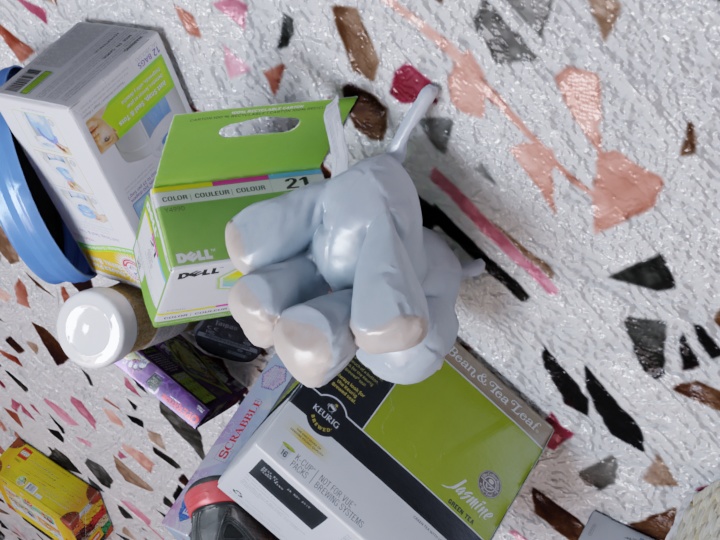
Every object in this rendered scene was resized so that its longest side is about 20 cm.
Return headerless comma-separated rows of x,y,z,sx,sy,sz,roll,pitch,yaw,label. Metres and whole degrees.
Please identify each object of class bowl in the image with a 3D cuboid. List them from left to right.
-0.294,-0.083,0.957,0.201,0.039,0.204,-19,-89,-89,bowl

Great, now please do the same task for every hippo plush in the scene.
0.000,0.000,0.771,0.157,0.204,0.161,-3,159,22,hippo plush

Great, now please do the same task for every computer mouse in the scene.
-0.091,0.039,1.016,0.138,0.047,0.201,14,153,-1,computer mouse

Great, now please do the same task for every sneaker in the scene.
-0.080,0.264,0.938,0.070,0.099,0.200,-31,129,28,sneaker

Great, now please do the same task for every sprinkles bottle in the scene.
-0.208,0.040,0.997,0.067,0.200,0.070,2,97,15,sprinkles bottle

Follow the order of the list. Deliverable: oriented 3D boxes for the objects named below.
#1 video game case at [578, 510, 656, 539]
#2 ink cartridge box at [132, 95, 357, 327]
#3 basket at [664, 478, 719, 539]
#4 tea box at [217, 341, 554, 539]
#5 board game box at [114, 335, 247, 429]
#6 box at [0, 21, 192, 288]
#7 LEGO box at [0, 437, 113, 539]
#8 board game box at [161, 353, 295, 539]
0.286,0.329,0.966,0.179,0.046,0.202,19,141,28,video game case
-0.085,-0.041,0.802,0.200,0.145,0.077,125,131,-58,ink cartridge box
0.306,0.255,0.718,0.197,0.201,0.162,34,145,9,basket
0.022,0.157,0.891,0.200,0.197,0.134,41,148,0,tea box
-0.189,0.108,1.106,0.120,0.032,0.200,42,-177,4,board game box
-0.204,-0.094,0.902,0.100,0.113,0.202,14,140,34,box
-0.554,0.412,1.886,0.198,0.077,0.150,27,145,19,LEGO box
-0.085,0.225,1.056,0.041,0.201,0.201,12,145,36,board game box
